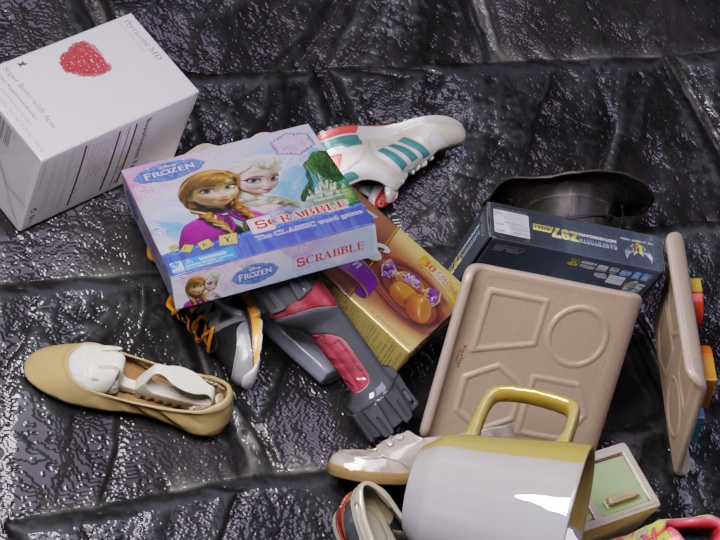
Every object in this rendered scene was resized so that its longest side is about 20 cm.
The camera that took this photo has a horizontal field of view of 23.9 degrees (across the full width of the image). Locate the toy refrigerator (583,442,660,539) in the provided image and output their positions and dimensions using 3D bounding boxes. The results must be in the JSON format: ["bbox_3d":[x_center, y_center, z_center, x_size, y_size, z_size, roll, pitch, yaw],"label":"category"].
[{"bbox_3d":[0.189,0.236,1.663,0.200,0.070,0.076,-12,61,-31],"label":"toy refrigerator"}]

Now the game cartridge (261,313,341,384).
[{"bbox_3d":[-0.015,0.028,1.748,0.133,0.040,0.200,40,50,12],"label":"game cartridge"}]

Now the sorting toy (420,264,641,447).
[{"bbox_3d":[0.169,0.093,1.699,0.200,0.185,0.036,9,16,-20],"label":"sorting toy"}]

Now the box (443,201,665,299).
[{"bbox_3d":[0.193,0.009,1.772,0.200,0.158,0.051,12,53,-17],"label":"box"}]

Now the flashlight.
[{"bbox_3d":[-0.028,0.077,1.639,0.200,0.068,0.068,56,32,-17],"label":"flashlight"}]

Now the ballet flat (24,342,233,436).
[{"bbox_3d":[-0.212,0.099,1.591,0.200,0.063,0.069,15,51,-13],"label":"ballet flat"}]

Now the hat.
[{"bbox_3d":[0.223,-0.043,1.816,0.200,0.201,0.081,5,73,-20],"label":"hat"}]

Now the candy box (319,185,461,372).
[{"bbox_3d":[0.000,0.000,1.717,0.200,0.056,0.117,43,51,9],"label":"candy box"}]

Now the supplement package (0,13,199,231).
[{"bbox_3d":[-0.285,-0.151,1.704,0.200,0.120,0.121,-30,71,-37],"label":"supplement package"}]

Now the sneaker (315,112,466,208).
[{"bbox_3d":[0.033,-0.114,1.863,0.199,0.070,0.094,-8,78,-31],"label":"sneaker"}]

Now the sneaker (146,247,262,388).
[{"bbox_3d":[-0.150,0.035,1.663,0.077,0.078,0.200,-10,53,-23],"label":"sneaker"}]

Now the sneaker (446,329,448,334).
[{"bbox_3d":[0.182,0.077,1.775,0.200,0.072,0.073,0,60,-25],"label":"sneaker"}]

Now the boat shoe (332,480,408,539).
[{"bbox_3d":[0.045,0.286,1.569,0.071,0.063,0.200,-21,68,-36],"label":"boat shoe"}]

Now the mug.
[{"bbox_3d":[0.127,0.208,1.548,0.153,0.150,0.187,11,25,15],"label":"mug"}]

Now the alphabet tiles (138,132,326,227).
[{"bbox_3d":[-0.128,-0.085,1.725,0.195,0.015,0.200,19,41,35],"label":"alphabet tiles"}]

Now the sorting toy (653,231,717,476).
[{"bbox_3d":[0.336,0.088,1.759,0.036,0.200,0.185,-3,54,3],"label":"sorting toy"}]

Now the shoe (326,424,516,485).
[{"bbox_3d":[0.062,0.176,1.640,0.200,0.070,0.054,1,89,-21],"label":"shoe"}]

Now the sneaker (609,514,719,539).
[{"bbox_3d":[0.277,0.281,1.656,0.200,0.090,0.078,-17,66,-31],"label":"sneaker"}]

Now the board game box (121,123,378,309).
[{"bbox_3d":[-0.110,-0.057,1.629,0.200,0.041,0.200,-16,37,-14],"label":"board game box"}]
